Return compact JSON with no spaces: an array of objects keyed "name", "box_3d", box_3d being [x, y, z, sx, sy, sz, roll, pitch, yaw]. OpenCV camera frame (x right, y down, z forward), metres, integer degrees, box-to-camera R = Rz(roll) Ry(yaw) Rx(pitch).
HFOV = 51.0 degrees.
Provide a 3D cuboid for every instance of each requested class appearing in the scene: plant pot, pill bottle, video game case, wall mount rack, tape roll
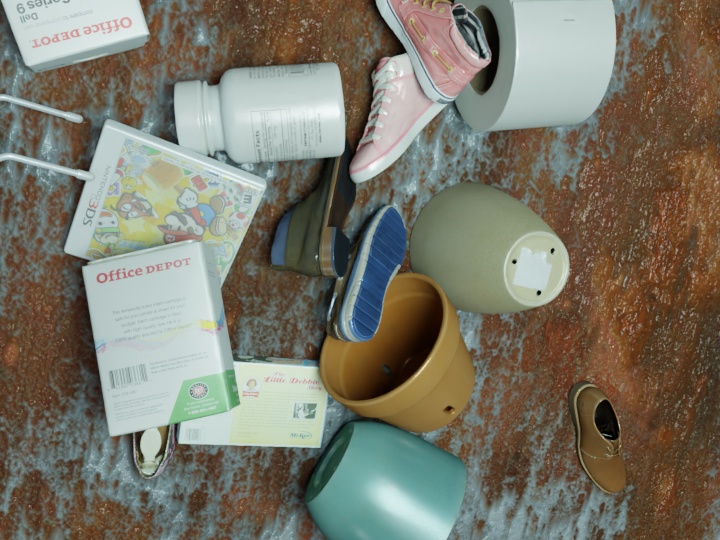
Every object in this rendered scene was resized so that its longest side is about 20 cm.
[{"name":"plant pot","box_3d":[0.186,-0.017,1.012,0.185,0.200,0.190,-3,101,-17]},{"name":"plant pot","box_3d":[0.063,0.125,1.013,0.200,0.200,0.140,-46,125,-5]},{"name":"pill bottle","box_3d":[-0.122,-0.191,0.925,0.197,0.114,0.116,-5,101,-6]},{"name":"video game case","box_3d":[-0.240,-0.067,0.924,0.198,0.023,0.183,19,118,-20]},{"name":"wall mount rack","box_3d":[-0.399,-0.139,0.840,0.172,0.201,0.075,-19,141,-10]},{"name":"plant pot","box_3d":[0.022,0.300,1.023,0.160,0.201,0.202,34,88,-7]},{"name":"tape roll","box_3d":[0.214,-0.286,0.974,0.137,0.203,0.205,-7,101,-17]}]

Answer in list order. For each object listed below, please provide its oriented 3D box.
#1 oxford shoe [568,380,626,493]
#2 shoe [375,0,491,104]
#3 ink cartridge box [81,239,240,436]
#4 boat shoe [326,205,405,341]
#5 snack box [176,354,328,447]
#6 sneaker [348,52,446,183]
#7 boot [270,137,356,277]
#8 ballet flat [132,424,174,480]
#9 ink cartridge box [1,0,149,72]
[{"name":"oxford shoe","box_3d":[0.387,0.277,1.196,0.071,0.071,0.202,-26,108,-13]},{"name":"shoe","box_3d":[0.092,-0.319,0.951,0.071,0.091,0.202,-14,75,-43]},{"name":"ink cartridge box","box_3d":[-0.233,0.078,0.894,0.144,0.088,0.203,-12,86,-1]},{"name":"boat shoe","box_3d":[0.000,0.000,1.006,0.072,0.072,0.202,43,55,-34]},{"name":"snack box","box_3d":[-0.143,0.177,1.027,0.198,0.037,0.118,6,98,-18]},{"name":"sneaker","box_3d":[0.032,-0.211,0.989,0.200,0.075,0.105,-48,110,-19]},{"name":"boot","box_3d":[-0.062,-0.086,0.984,0.096,0.075,0.202,-3,65,19]},{"name":"ballet flat","box_3d":[-0.266,0.173,0.969,0.068,0.071,0.203,0,99,-14]},{"name":"ink cartridge box","box_3d":[-0.337,-0.343,0.850,0.144,0.084,0.202,-20,105,-13]}]
